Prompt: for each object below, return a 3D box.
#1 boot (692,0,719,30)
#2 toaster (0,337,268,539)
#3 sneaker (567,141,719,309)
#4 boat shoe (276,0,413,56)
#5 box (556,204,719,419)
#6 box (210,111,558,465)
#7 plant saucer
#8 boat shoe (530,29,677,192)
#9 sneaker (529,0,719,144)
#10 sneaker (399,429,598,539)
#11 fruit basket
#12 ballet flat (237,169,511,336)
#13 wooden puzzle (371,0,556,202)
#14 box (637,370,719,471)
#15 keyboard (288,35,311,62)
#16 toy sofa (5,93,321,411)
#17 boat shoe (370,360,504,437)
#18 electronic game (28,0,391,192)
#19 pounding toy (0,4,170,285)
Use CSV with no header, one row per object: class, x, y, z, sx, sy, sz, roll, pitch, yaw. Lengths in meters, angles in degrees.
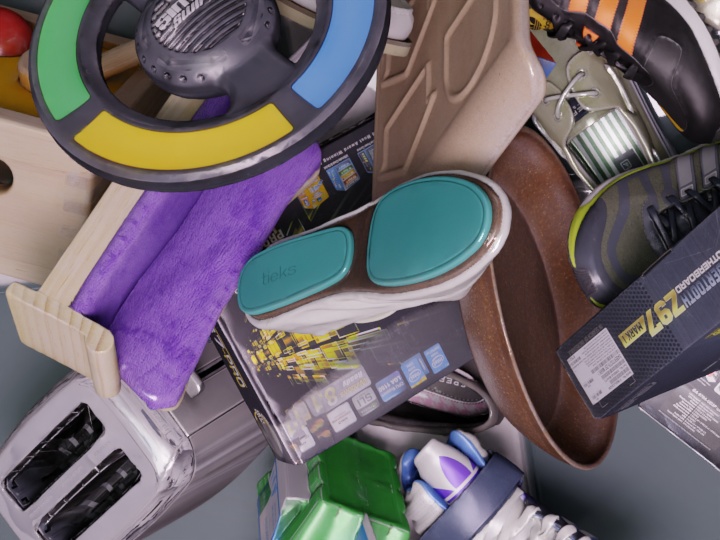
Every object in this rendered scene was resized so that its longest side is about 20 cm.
boot,0.221,-0.221,0.984,0.200,0.072,0.155,37,110,-4
toaster,-0.148,0.111,1.092,0.200,0.129,0.114,-41,83,31
sneaker,0.202,-0.042,0.978,0.200,0.081,0.074,-32,96,-24
boat shoe,-0.033,-0.190,0.992,0.200,0.075,0.068,41,114,38
box,0.219,-0.002,0.913,0.051,0.158,0.200,61,140,16
box,0.000,0.000,1.046,0.200,0.049,0.161,-29,100,-17
plant saucer,0.099,0.018,0.987,0.037,0.200,0.201,-13,103,25
boat shoe,0.139,-0.100,1.035,0.072,0.062,0.200,-37,96,17
sneaker,0.135,-0.148,0.993,0.090,0.070,0.200,-28,81,-7
sneaker,0.091,0.164,1.042,0.146,0.200,0.081,45,80,-21
fruit basket,-0.046,0.206,1.090,0.094,0.185,0.200,28,108,-15
ballet flat,0.019,-0.004,0.907,0.200,0.069,0.069,-18,103,44
wooden puzzle,0.057,-0.123,0.948,0.046,0.200,0.185,11,143,-20
box,0.297,0.080,1.063,0.200,0.046,0.159,37,108,-1
keyboard,-0.066,-0.081,1.043,0.011,0.056,0.200,39,80,27
toy sofa,-0.101,-0.029,0.946,0.098,0.083,0.200,28,68,6
boat shoe,-0.001,0.064,1.107,0.200,0.057,0.067,11,106,7
electronic game,-0.082,-0.128,0.911,0.200,0.042,0.200,-7,59,12
pounding toy,-0.186,-0.100,1.046,0.200,0.184,0.142,15,119,6
